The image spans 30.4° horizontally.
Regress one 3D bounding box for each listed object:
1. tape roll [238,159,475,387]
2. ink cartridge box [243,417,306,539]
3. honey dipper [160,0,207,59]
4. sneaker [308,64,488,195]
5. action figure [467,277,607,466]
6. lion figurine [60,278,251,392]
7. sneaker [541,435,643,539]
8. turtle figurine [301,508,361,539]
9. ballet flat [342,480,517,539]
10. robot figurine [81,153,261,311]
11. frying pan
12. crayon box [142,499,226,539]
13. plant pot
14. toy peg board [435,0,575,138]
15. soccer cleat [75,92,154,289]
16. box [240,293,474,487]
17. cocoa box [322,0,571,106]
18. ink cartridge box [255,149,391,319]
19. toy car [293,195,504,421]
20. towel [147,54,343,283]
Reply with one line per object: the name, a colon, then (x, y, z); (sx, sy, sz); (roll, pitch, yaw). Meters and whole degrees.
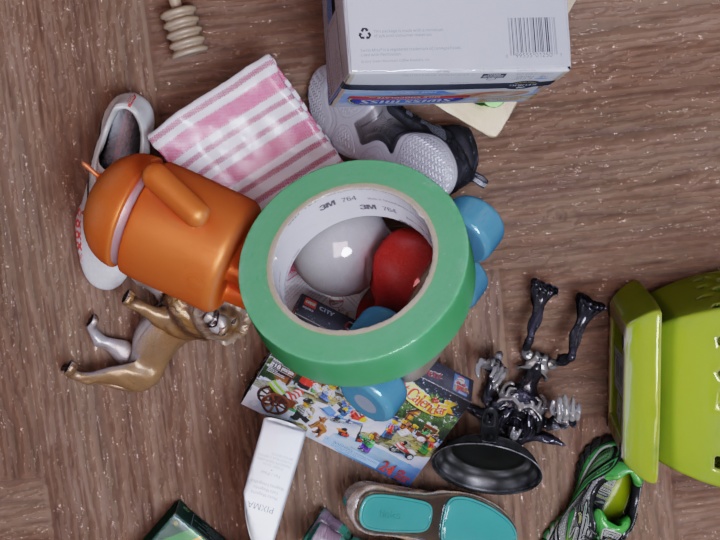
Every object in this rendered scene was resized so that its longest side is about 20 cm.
tape roll: (-0.003, 0.000, 1.136); (0.200, 0.048, 0.201); (-6, 59, 11)
ink cartridge box: (-0.104, 0.249, 1.307); (0.057, 0.163, 0.201); (21, 79, -1)
honey dipper: (-0.197, -0.310, 1.305); (0.038, 0.038, 0.201); (-16, 96, 0)
sneaker: (0.039, -0.135, 1.325); (0.200, 0.114, 0.076); (42, 115, 26)
action figure: (0.173, 0.113, 1.355); (0.118, 0.102, 0.201); (21, 98, 9)
lion figurine: (-0.207, 0.070, 1.344); (0.122, 0.073, 0.200); (32, 126, -24)
sneaker: (0.241, 0.277, 1.393); (0.078, 0.085, 0.201); (14, 99, -5)
turtle figurine: (0.030, 0.326, 1.370); (0.200, 0.150, 0.101); (35, 75, 1)
ballet flat: (0.071, 0.254, 1.385); (0.199, 0.067, 0.068); (20, 85, -23)
robot figurine: (-0.170, -0.038, 1.229); (0.199, 0.144, 0.117); (24, 99, 5)
frying pan: (0.114, 0.177, 1.330); (0.115, 0.031, 0.190); (-6, 142, 26)
crayon box: (-0.211, 0.361, 1.402); (0.126, 0.052, 0.200); (41, 96, -8)
plant pot: (0.343, 0.105, 1.320); (0.181, 0.200, 0.200); (0, 100, 5)
toy peg board: (0.102, -0.261, 1.294); (0.200, 0.098, 0.200); (29, 97, -7)
soccer cleat: (-0.244, -0.077, 1.313); (0.068, 0.085, 0.201); (12, 98, -5)
box: (-0.004, 0.125, 1.351); (0.200, 0.038, 0.137); (27, 124, -7)
cocoa box: (0.071, -0.224, 1.184); (0.199, 0.131, 0.134); (-3, 84, -10)
ink cartridge box: (-0.045, -0.007, 1.361); (0.161, 0.050, 0.200); (-44, 111, 4)
toy car: (0.000, 0.000, 1.251); (0.200, 0.177, 0.184); (32, 60, 14)
towel: (-0.093, -0.090, 1.291); (0.146, 0.030, 0.200); (-34, 102, 2)
